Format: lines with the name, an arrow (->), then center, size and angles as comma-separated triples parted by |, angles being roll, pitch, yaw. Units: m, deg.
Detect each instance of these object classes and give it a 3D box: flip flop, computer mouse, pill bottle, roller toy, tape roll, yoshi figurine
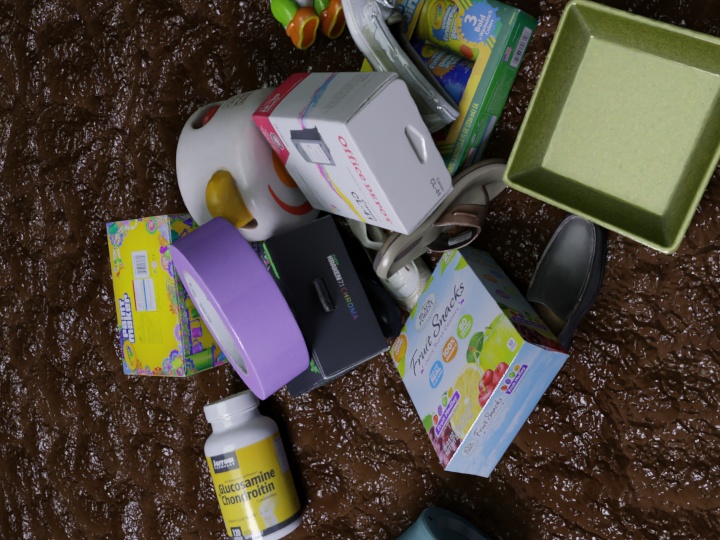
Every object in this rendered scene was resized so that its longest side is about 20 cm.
flip flop -> 0.100, -0.050, 0.785 | 0.058, 0.199, 0.082 | 43, 159, 24
computer mouse -> 0.000, 0.000, 0.892 | 0.034, 0.058, 0.202 | -39, 64, 14
pill bottle -> -0.161, 0.281, 1.018 | 0.110, 0.111, 0.204 | -19, 86, 32
roller toy -> -0.131, -0.133, 0.901 | 0.137, 0.199, 0.187 | -5, 80, 32
tape roll -> -0.138, 0.043, 0.800 | 0.201, 0.065, 0.202 | 49, 160, 24
yoshi figurine -> -0.096, -0.390, 0.903 | 0.112, 0.112, 0.201 | -42, 71, 12

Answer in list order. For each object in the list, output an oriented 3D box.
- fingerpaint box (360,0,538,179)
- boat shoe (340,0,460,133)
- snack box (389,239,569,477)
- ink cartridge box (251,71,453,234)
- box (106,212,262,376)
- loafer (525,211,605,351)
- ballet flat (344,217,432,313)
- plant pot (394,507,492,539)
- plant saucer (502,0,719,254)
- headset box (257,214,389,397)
fingerpaint box -> 0.086, -0.223, 0.820 | 0.165, 0.073, 0.204 | 31, 111, 25
boat shoe -> 0.040, -0.242, 0.764 | 0.064, 0.074, 0.206 | -25, 87, 25
snack box -> 0.119, 0.092, 0.784 | 0.171, 0.066, 0.201 | -63, 26, 22
ink cartridge box -> -0.013, -0.134, 0.775 | 0.199, 0.086, 0.149 | 22, 152, 54
box -> -0.228, 0.024, 0.980 | 0.120, 0.191, 0.205 | -3, 94, 31
loafer -> 0.215, 0.032, 0.773 | 0.072, 0.072, 0.205 | 20, 106, 28
ballet flat -> 0.029, -0.021, 0.889 | 0.067, 0.062, 0.202 | -41, 75, 31
plant pot -> 0.086, 0.402, 0.843 | 0.198, 0.199, 0.191 | 32, 96, 24
plant saucer -> 0.273, -0.150, 0.728 | 0.197, 0.048, 0.204 | 28, 111, 26
headset box -> -0.060, 0.051, 0.880 | 0.177, 0.091, 0.200 | 66, 158, 7
